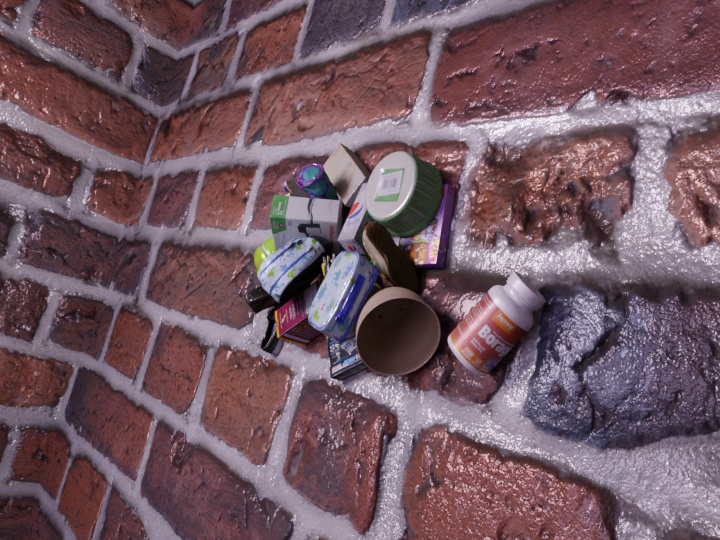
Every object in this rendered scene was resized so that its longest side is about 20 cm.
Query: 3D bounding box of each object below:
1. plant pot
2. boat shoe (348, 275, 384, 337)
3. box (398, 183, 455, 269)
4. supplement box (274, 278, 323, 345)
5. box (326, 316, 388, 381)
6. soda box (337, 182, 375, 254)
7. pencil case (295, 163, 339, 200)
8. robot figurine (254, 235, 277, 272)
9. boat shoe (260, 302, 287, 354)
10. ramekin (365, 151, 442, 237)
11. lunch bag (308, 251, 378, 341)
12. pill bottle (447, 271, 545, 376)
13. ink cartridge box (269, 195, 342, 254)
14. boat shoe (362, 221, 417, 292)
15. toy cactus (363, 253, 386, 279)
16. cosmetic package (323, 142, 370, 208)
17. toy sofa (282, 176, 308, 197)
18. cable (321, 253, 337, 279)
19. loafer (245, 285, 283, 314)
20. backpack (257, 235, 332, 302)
[{"bbox_3d":[0.077,0.121,1.274,0.202,0.197,0.135,-51,22,16],"label":"plant pot"},{"bbox_3d":[-0.007,0.095,1.381,0.203,0.073,0.064,-52,12,27],"label":"boat shoe"},{"bbox_3d":[0.162,-0.107,1.369,0.134,0.038,0.207,-3,72,45],"label":"box"},{"bbox_3d":[-0.138,0.121,1.534,0.198,0.109,0.088,-35,52,30],"label":"supplement box"},{"bbox_3d":[-0.006,0.175,1.422,0.197,0.045,0.164,-32,53,33],"label":"box"},{"bbox_3d":[0.011,-0.143,1.473,0.062,0.068,0.204,-4,53,40],"label":"soda box"},{"bbox_3d":[-0.114,-0.212,1.577,0.091,0.202,0.085,-36,50,-8],"label":"pencil case"},{"bbox_3d":[-0.243,-0.055,1.676,0.198,0.117,0.175,-36,8,-10],"label":"robot figurine"},{"bbox_3d":[-0.262,0.154,1.681,0.069,0.065,0.207,12,83,46],"label":"boat shoe"},{"bbox_3d":[0.101,-0.196,1.367,0.197,0.096,0.207,-21,60,40],"label":"ramekin"},{"bbox_3d":[-0.042,0.060,1.290,0.205,0.081,0.160,-64,20,-7],"label":"lunch bag"},{"bbox_3d":[0.278,0.106,1.108,0.202,0.110,0.113,-52,45,18],"label":"pill bottle"},{"bbox_3d":[-0.151,-0.129,1.551,0.192,0.149,0.085,4,54,2],"label":"ink cartridge box"},{"bbox_3d":[0.072,-0.025,1.351,0.204,0.073,0.066,59,159,3],"label":"boat shoe"},{"bbox_3d":[0.000,0.000,1.457,0.198,0.101,0.168,-35,37,29],"label":"toy cactus"},{"bbox_3d":[-0.031,-0.275,1.616,0.104,0.072,0.202,-50,44,18],"label":"cosmetic package"},{"bbox_3d":[-0.183,-0.238,1.662,0.081,0.099,0.200,-24,13,36],"label":"toy sofa"},{"bbox_3d":[-0.064,0.045,1.413,0.095,0.050,0.207,-15,67,32],"label":"cable"},{"bbox_3d":[-0.250,0.073,1.652,0.074,0.194,0.073,-122,20,-51],"label":"loafer"},{"bbox_3d":[-0.186,-0.002,1.486,0.164,0.152,0.202,-48,9,49],"label":"backpack"}]
